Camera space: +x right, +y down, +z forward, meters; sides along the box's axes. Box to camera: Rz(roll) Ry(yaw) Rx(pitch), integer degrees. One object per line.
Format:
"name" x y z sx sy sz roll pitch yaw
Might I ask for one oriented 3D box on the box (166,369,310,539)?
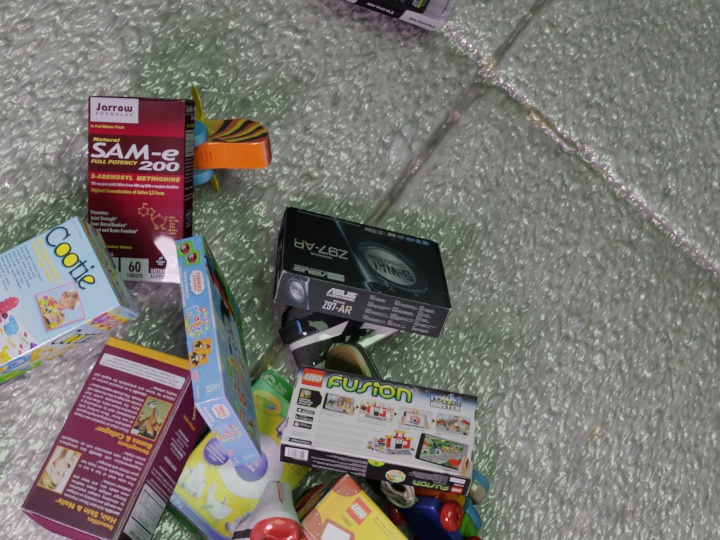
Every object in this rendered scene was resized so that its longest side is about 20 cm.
"box" -0.122 0.212 1.131 0.117 0.048 0.200 43 61 -3

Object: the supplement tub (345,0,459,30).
"supplement tub" 0.036 -0.411 1.366 0.199 0.123 0.123 15 67 -16

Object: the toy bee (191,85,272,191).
"toy bee" -0.205 -0.160 1.191 0.199 0.131 0.109 11 36 -14

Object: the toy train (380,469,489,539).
"toy train" 0.085 0.239 1.146 0.200 0.084 0.116 60 42 -34

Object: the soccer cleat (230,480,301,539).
"soccer cleat" -0.110 0.302 1.043 0.068 0.200 0.085 14 35 -16

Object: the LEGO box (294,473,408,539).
"LEGO box" 0.005 0.325 1.084 0.200 0.149 0.077 48 62 -1

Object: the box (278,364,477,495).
"box" 0.022 0.168 1.072 0.199 0.035 0.110 10 44 2

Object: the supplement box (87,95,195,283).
"supplement box" -0.242 -0.090 1.116 0.108 0.061 0.201 2 99 1

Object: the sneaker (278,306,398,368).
"sneaker" -0.007 0.041 1.220 0.200 0.073 0.112 -30 86 -26

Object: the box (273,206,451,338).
"box" 0.000 0.000 1.193 0.199 0.044 0.160 13 29 -9

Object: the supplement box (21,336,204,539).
"supplement box" -0.245 0.184 1.048 0.110 0.086 0.201 14 64 17

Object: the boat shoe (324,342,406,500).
"boat shoe" 0.016 0.169 1.176 0.065 0.073 0.201 -35 114 -46

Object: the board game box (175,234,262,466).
"board game box" -0.151 0.086 1.073 0.036 0.151 0.201 -14 55 1

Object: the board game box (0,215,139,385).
"board game box" -0.346 0.042 1.032 0.199 0.103 0.105 -27 83 -4
